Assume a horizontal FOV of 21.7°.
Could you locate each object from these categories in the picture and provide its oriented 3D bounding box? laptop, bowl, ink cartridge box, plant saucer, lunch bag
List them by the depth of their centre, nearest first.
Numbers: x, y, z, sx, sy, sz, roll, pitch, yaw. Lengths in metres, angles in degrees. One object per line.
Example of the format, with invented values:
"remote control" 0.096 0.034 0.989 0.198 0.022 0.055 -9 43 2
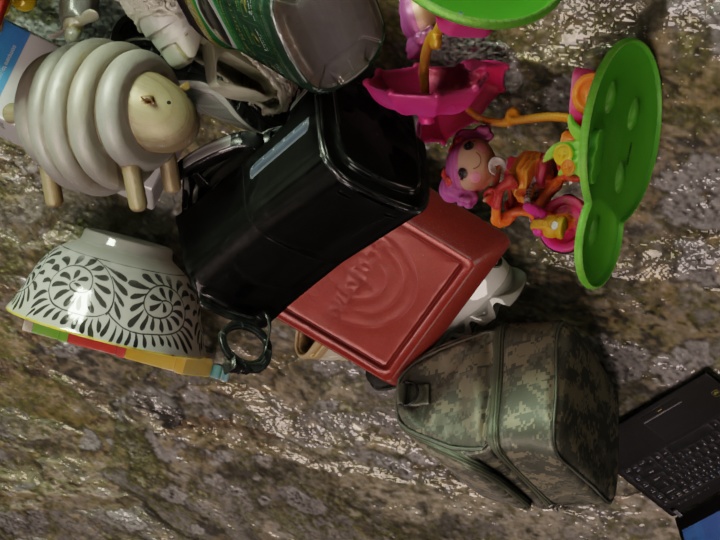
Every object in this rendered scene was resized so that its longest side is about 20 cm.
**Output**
"ink cartridge box" -0.252 -0.138 1.646 0.199 0.085 0.145 24 174 -3
"plant saucer" 0.000 0.000 1.668 0.199 0.037 0.200 30 123 -9
"lunch bag" 0.137 0.140 1.731 0.166 0.141 0.200 -4 156 25
"laptop" 0.332 0.222 1.787 0.199 0.104 0.177 38 134 -16
"bowl" -0.233 0.015 1.801 0.199 0.201 0.095 15 92 0

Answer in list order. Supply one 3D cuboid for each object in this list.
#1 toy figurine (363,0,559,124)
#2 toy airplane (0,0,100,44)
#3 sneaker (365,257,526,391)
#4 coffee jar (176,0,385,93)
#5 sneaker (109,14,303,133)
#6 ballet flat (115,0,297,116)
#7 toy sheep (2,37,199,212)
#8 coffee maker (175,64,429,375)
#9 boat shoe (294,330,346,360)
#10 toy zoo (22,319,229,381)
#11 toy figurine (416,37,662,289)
"toy figurine" 0.055 -0.206 1.427 0.149 0.202 0.185 0 147 -17
"toy airplane" -0.307 -0.252 1.525 0.200 0.199 0.142 41 136 21
"sneaker" 0.058 0.034 1.744 0.088 0.074 0.200 39 124 -15
"coffee jar" -0.069 -0.204 1.383 0.200 0.085 0.105 32 154 54
"sneaker" -0.124 -0.167 1.631 0.199 0.075 0.079 23 168 -9
"ballet flat" -0.122 -0.184 1.521 0.199 0.072 0.071 27 141 -37
"toy sheep" -0.213 -0.121 1.510 0.198 0.138 0.139 2 133 29
"coffee maker" -0.041 -0.045 1.522 0.200 0.134 0.194 -34 70 40
"boat shoe" -0.028 0.018 1.745 0.069 0.074 0.201 -10 138 -16
"toy zoo" -0.224 0.076 1.873 0.198 0.021 0.131 14 180 9
"toy figurine" 0.129 -0.097 1.527 0.183 0.202 0.150 10 176 30
